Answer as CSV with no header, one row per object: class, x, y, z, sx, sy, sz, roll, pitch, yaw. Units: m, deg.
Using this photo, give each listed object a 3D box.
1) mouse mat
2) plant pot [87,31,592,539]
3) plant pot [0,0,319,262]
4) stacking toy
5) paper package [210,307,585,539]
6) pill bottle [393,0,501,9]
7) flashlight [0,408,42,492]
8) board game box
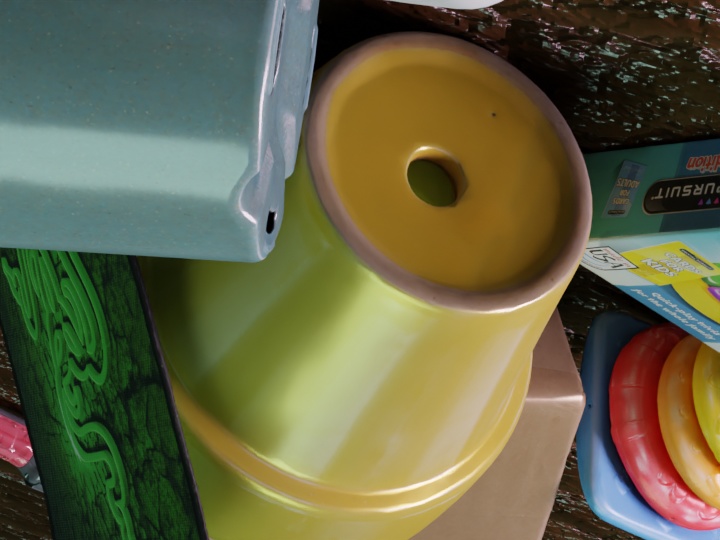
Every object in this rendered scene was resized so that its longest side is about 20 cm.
mouse mat,-0.117,0.056,1.001,0.007,0.202,0.161,-14,179,-30
plant pot,0.000,0.000,0.984,0.199,0.202,0.189,21,147,-12
plant pot,-0.118,-0.089,0.826,0.194,0.202,0.200,9,163,3
stacking toy,0.208,0.060,1.125,0.109,0.117,0.199,22,150,-33
paper package,-0.004,0.092,1.172,0.198,0.104,0.192,1,130,-15
pill bottle,0.009,-0.135,0.658,0.198,0.115,0.114,11,162,23
flashlight,-0.313,0.134,1.901,0.199,0.068,0.068,31,156,-33
board game box,0.203,-0.005,0.980,0.150,0.047,0.199,30,160,-34
